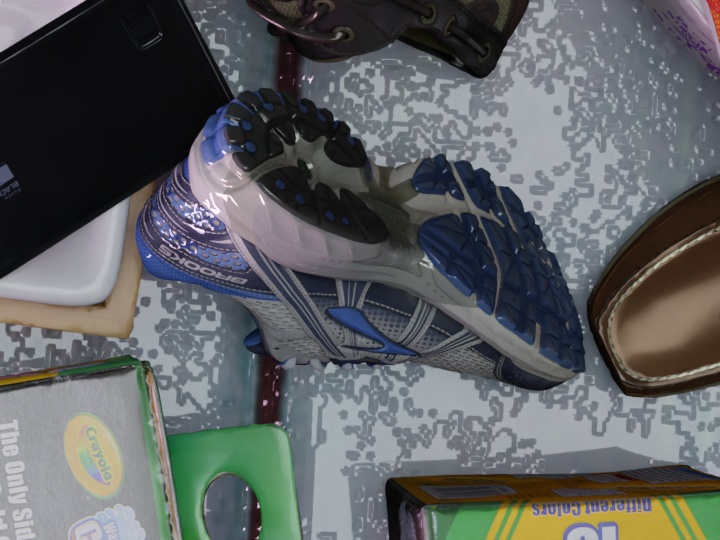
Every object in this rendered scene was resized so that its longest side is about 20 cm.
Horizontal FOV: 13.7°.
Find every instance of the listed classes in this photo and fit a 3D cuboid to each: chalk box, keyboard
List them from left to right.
[{"bbox_3d":[-0.147,-0.047,1.019,0.200,0.021,0.127,-33,128,-9],"label":"keyboard"},{"bbox_3d":[-0.122,0.099,1.078,0.199,0.124,0.125,-8,90,-7],"label":"chalk box"},{"bbox_3d":[0.079,0.177,1.099,0.123,0.125,0.201,-3,91,-6],"label":"chalk box"}]

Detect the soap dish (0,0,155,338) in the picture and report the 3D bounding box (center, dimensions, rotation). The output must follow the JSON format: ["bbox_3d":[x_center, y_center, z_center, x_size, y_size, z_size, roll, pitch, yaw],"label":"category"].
[{"bbox_3d":[-0.171,-0.066,1.093,0.199,0.081,0.158,8,89,-6],"label":"soap dish"}]

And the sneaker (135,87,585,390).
[{"bbox_3d":[0.000,0.000,1.103,0.200,0.077,0.085,28,131,-36],"label":"sneaker"}]

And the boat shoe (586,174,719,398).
[{"bbox_3d":[0.180,-0.016,1.134,0.200,0.074,0.076,-28,92,-6],"label":"boat shoe"}]

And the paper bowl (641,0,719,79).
[{"bbox_3d":[0.187,-0.156,1.121,0.200,0.104,0.202,0,90,-6],"label":"paper bowl"}]

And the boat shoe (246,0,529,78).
[{"bbox_3d":[-0.006,-0.106,1.076,0.200,0.073,0.065,7,98,-44],"label":"boat shoe"}]

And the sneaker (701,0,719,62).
[{"bbox_3d":[0.150,-0.101,1.028,0.073,0.077,0.200,-33,94,-6],"label":"sneaker"}]
